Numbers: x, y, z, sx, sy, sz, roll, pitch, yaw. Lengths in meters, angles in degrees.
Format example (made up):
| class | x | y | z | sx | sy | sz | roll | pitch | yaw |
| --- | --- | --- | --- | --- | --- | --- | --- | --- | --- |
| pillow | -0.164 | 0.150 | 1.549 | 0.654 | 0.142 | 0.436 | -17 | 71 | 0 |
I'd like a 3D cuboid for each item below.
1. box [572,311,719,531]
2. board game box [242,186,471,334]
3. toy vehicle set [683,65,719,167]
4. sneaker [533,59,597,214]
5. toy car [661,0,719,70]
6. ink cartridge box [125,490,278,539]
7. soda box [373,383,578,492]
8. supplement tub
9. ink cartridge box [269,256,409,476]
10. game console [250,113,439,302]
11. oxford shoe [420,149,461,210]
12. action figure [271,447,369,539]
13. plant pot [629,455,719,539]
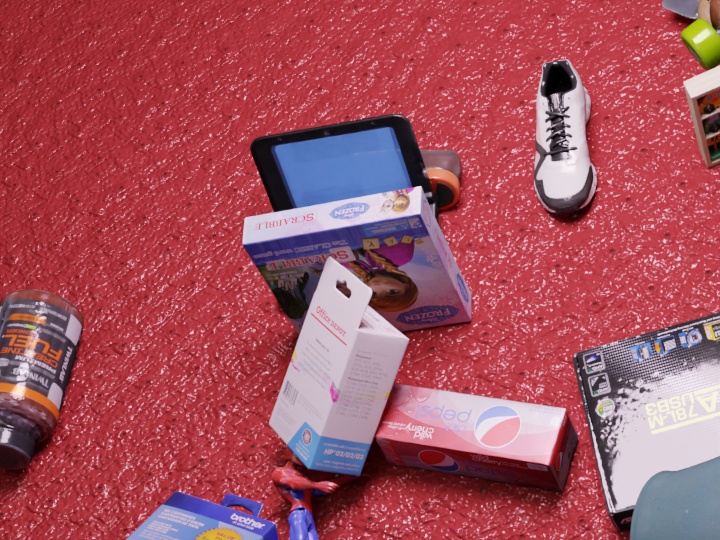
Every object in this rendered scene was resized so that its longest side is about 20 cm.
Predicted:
| class | x | y | z | sx | sy | sz | roll | pitch | yaw |
| --- | --- | --- | --- | --- | --- | --- | --- | --- | --- |
| box | 0.327 | 0.145 | 1.609 | 0.200 | 0.048 | 0.193 | -16 | 50 | 12 |
| board game box | 0.000 | 0.000 | 1.749 | 0.200 | 0.200 | 0.041 | -10 | 52 | 17 |
| toy vehicle set | 0.457 | -0.196 | 1.747 | 0.200 | 0.124 | 0.027 | -23 | 51 | 6 |
| sneaker | 0.227 | -0.155 | 1.844 | 0.074 | 0.080 | 0.200 | -9 | 55 | 15 |
| toy car | 0.428 | -0.305 | 1.832 | 0.164 | 0.158 | 0.200 | -38 | 39 | 7 |
| ink cartridge box | -0.172 | 0.308 | 1.652 | 0.136 | 0.076 | 0.200 | 12 | 34 | 29 |
| soda box | 0.119 | 0.171 | 1.666 | 0.200 | 0.063 | 0.070 | 6 | 59 | 26 |
| supplement tub | -0.395 | 0.129 | 1.885 | 0.107 | 0.107 | 0.200 | -4 | 56 | 20 |
| ink cartridge box | -0.018 | 0.099 | 1.689 | 0.115 | 0.068 | 0.200 | 39 | 113 | 57 |
| game console | -0.022 | -0.064 | 1.837 | 0.200 | 0.116 | 0.176 | -8 | 65 | 21 |
| oxford shoe | 0.024 | -0.109 | 1.910 | 0.200 | 0.071 | 0.073 | 1 | 48 | 13 |
| action figure | -0.037 | 0.259 | 1.669 | 0.099 | 0.065 | 0.200 | -24 | 51 | 13 |
| plant pot | 0.353 | 0.249 | 1.442 | 0.188 | 0.200 | 0.200 | -5 | 53 | 38 |
